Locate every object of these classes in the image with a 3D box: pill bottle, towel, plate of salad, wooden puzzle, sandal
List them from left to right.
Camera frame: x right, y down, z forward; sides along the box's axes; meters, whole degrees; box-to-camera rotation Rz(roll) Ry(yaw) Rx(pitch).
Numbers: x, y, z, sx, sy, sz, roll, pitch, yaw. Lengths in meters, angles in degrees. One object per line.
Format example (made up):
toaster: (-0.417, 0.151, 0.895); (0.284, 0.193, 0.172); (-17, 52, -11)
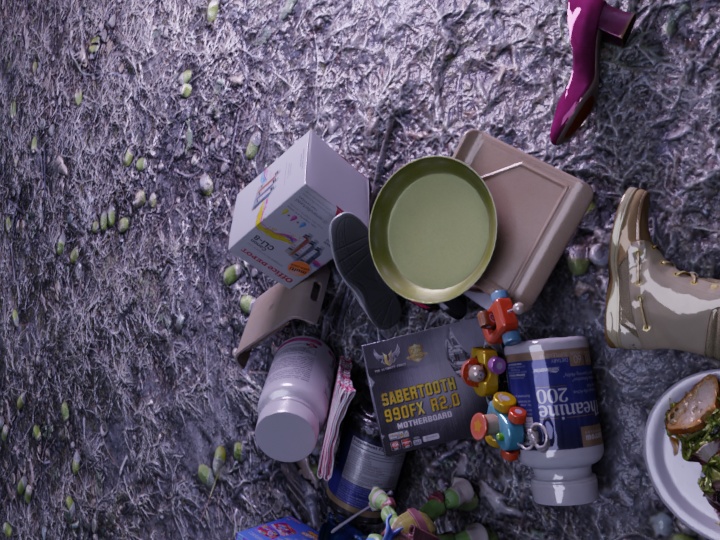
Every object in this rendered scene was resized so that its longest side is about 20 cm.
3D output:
pill bottle: (-0.104, 0.204, 1.043); (0.111, 0.201, 0.115); (2, 115, 4)
towel: (-0.037, 0.229, 1.030); (0.029, 0.200, 0.149); (13, 95, -1)
pill bottle: (0.021, 0.278, 1.005); (0.111, 0.111, 0.203); (20, 98, 37)
sandal: (0.090, 0.027, 1.001); (0.200, 0.075, 0.045); (40, 106, 42)
wooden puzzle: (0.188, -0.070, 0.874); (0.199, 0.037, 0.187); (35, 106, 30)
pill bottle: (0.252, 0.191, 0.832); (0.110, 0.110, 0.203); (-12, 78, 36)
plate of salad: (0.425, 0.215, 0.734); (0.198, 0.048, 0.204); (-5, 83, 37)

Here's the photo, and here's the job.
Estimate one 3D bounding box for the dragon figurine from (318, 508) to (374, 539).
dragon figurine: (-0.039, 0.437, 1.011); (0.098, 0.200, 0.060); (12, 112, 15)

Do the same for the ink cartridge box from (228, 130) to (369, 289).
ink cartridge box: (-0.104, -0.097, 1.088); (0.199, 0.145, 0.146); (-34, 38, 31)

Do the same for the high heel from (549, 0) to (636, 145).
high heel: (0.285, -0.272, 0.876); (0.095, 0.067, 0.202); (29, 89, 26)

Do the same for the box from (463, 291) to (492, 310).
box: (0.168, -0.043, 0.967); (0.199, 0.036, 0.146); (35, 107, 33)

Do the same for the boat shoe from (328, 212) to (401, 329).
boat shoe: (0.002, 0.000, 1.018); (0.074, 0.204, 0.065); (-33, 23, -11)

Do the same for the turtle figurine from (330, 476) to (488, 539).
turtle figurine: (0.070, 0.379, 0.920); (0.144, 0.191, 0.202); (51, 140, 45)

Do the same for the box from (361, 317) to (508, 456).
box: (0.114, 0.164, 0.923); (0.197, 0.048, 0.161); (-13, 76, 3)

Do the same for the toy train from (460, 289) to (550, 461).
toy train: (0.170, 0.136, 0.812); (0.151, 0.055, 0.203); (117, 148, -61)

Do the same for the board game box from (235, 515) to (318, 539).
board game box: (-0.096, 0.482, 1.063); (0.198, 0.134, 0.046); (14, 94, 38)

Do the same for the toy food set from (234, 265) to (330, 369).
toy food set: (-0.139, 0.084, 1.156); (0.199, 0.060, 0.145); (-35, 27, 32)

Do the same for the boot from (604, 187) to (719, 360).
boot: (0.381, 0.002, 0.772); (0.154, 0.072, 0.204); (5, 91, 39)

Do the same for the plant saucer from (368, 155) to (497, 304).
plant saucer: (0.101, -0.055, 0.891); (0.198, 0.031, 0.204); (-2, 86, 33)

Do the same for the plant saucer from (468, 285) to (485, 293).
plant saucer: (0.184, -0.068, 0.916); (0.198, 0.034, 0.204); (-5, 81, 37)
